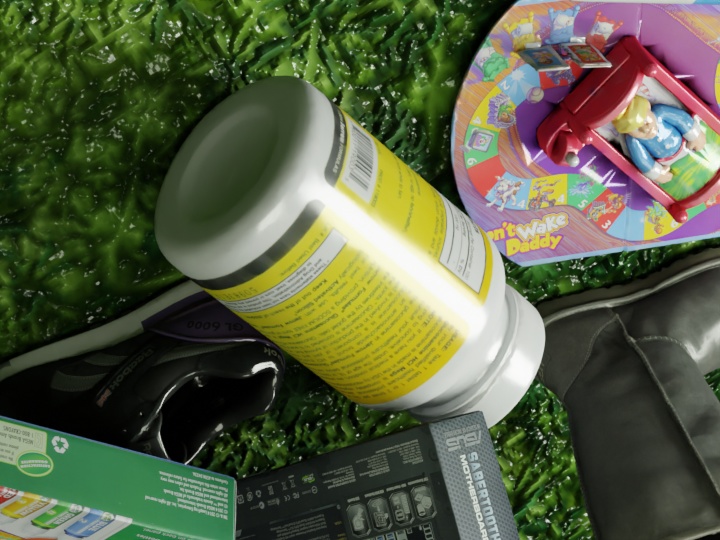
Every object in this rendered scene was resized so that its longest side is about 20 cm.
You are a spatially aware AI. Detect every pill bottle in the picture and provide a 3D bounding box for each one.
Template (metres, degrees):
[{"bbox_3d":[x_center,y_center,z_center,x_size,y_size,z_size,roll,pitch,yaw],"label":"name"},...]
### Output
[{"bbox_3d":[0.000,0.000,1.326,0.112,0.113,0.200,-44,123,10],"label":"pill bottle"}]

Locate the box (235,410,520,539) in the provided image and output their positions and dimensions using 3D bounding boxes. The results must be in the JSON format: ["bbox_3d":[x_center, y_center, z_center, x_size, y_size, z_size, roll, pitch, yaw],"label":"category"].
[{"bbox_3d":[-0.002,0.172,1.356,0.199,0.159,0.051,-20,172,40],"label":"box"}]

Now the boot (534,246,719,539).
[{"bbox_3d":[0.185,0.079,1.383,0.181,0.200,0.073,-18,125,-7],"label":"boot"}]

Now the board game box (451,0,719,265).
[{"bbox_3d":[0.147,-0.070,1.368,0.198,0.039,0.159,-8,122,-13],"label":"board game box"}]

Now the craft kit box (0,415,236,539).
[{"bbox_3d":[-0.195,0.141,1.334,0.199,0.049,0.197,17,145,-26],"label":"craft kit box"}]

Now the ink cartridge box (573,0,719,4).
[{"bbox_3d":[0.168,-0.235,1.260,0.144,0.084,0.201,0,120,-18],"label":"ink cartridge box"}]

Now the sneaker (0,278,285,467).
[{"bbox_3d":[-0.132,0.078,1.342,0.199,0.088,0.076,-31,125,2],"label":"sneaker"}]
